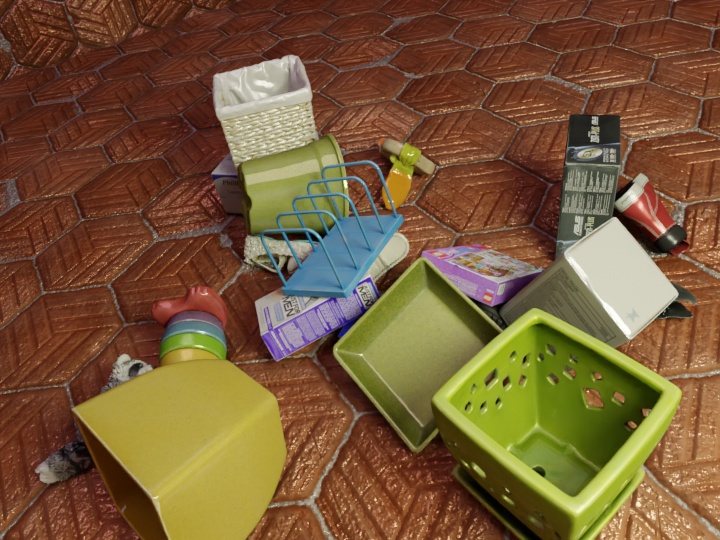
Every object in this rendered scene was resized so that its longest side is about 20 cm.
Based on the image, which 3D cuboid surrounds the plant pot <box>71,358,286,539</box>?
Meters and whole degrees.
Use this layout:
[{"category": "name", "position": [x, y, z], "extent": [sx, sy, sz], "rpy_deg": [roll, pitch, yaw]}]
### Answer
[{"category": "plant pot", "position": [-0.205, 0.229, 0.759], "extent": [0.192, 0.199, 0.199], "rpy_deg": [25, 44, 36]}]

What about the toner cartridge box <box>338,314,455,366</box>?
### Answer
[{"category": "toner cartridge box", "position": [0.072, 0.107, 0.944], "extent": [0.196, 0.044, 0.096], "rpy_deg": [11, 46, 25]}]

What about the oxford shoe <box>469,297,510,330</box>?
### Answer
[{"category": "oxford shoe", "position": [0.176, 0.048, 0.967], "extent": [0.084, 0.074, 0.198], "rpy_deg": [-32, 45, -30]}]

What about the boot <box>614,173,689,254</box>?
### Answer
[{"category": "boot", "position": [0.520, -0.095, 1.066], "extent": [0.144, 0.073, 0.199], "rpy_deg": [46, 29, 7]}]

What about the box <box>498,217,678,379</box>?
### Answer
[{"category": "box", "position": [0.298, 0.045, 0.814], "extent": [0.108, 0.201, 0.129], "rpy_deg": [-30, 76, -24]}]

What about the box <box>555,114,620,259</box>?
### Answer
[{"category": "box", "position": [0.389, -0.137, 1.030], "extent": [0.084, 0.203, 0.165], "rpy_deg": [6, 43, 18]}]

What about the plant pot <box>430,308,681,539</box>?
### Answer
[{"category": "plant pot", "position": [0.216, 0.200, 0.692], "extent": [0.197, 0.185, 0.199], "rpy_deg": [-34, 45, -25]}]

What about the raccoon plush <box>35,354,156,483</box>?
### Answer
[{"category": "raccoon plush", "position": [-0.397, 0.209, 0.906], "extent": [0.196, 0.099, 0.134], "rpy_deg": [-21, 33, -12]}]

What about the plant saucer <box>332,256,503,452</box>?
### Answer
[{"category": "plant saucer", "position": [0.089, 0.118, 0.858], "extent": [0.200, 0.048, 0.200], "rpy_deg": [-45, 60, -1]}]

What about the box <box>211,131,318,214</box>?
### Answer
[{"category": "box", "position": [-0.200, -0.221, 1.344], "extent": [0.179, 0.107, 0.202], "rpy_deg": [5, 42, 20]}]

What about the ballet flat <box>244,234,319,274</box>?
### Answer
[{"category": "ballet flat", "position": [-0.140, -0.023, 1.144], "extent": [0.195, 0.073, 0.072], "rpy_deg": [9, 43, 26]}]

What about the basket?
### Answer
[{"category": "basket", "position": [-0.193, -0.324, 1.254], "extent": [0.195, 0.164, 0.200], "rpy_deg": [-15, 39, -4]}]

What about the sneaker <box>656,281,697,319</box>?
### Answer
[{"category": "sneaker", "position": [0.405, 0.034, 0.937], "extent": [0.194, 0.061, 0.105], "rpy_deg": [-1, 36, 7]}]

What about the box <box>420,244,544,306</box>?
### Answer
[{"category": "box", "position": [0.198, 0.002, 0.963], "extent": [0.135, 0.040, 0.198], "rpy_deg": [25, 20, 33]}]

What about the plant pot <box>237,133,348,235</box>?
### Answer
[{"category": "plant pot", "position": [-0.136, -0.149, 1.143], "extent": [0.179, 0.204, 0.202], "rpy_deg": [-9, 38, -16]}]

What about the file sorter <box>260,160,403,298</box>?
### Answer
[{"category": "file sorter", "position": [-0.047, -0.070, 0.968], "extent": [0.136, 0.124, 0.201], "rpy_deg": [0, 39, 38]}]

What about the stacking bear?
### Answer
[{"category": "stacking bear", "position": [-0.264, 0.148, 0.927], "extent": [0.119, 0.114, 0.204], "rpy_deg": [-20, 49, 17]}]

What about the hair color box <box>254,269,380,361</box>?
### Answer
[{"category": "hair color box", "position": [-0.072, 0.053, 0.985], "extent": [0.196, 0.066, 0.110], "rpy_deg": [-27, 30, -3]}]

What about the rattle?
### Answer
[{"category": "rattle", "position": [0.071, -0.217, 1.336], "extent": [0.127, 0.147, 0.199], "rpy_deg": [6, 12, -31]}]

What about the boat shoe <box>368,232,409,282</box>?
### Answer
[{"category": "boat shoe", "position": [0.000, 0.000, 1.092], "extent": [0.197, 0.074, 0.063], "rpy_deg": [-31, 0, -14]}]
